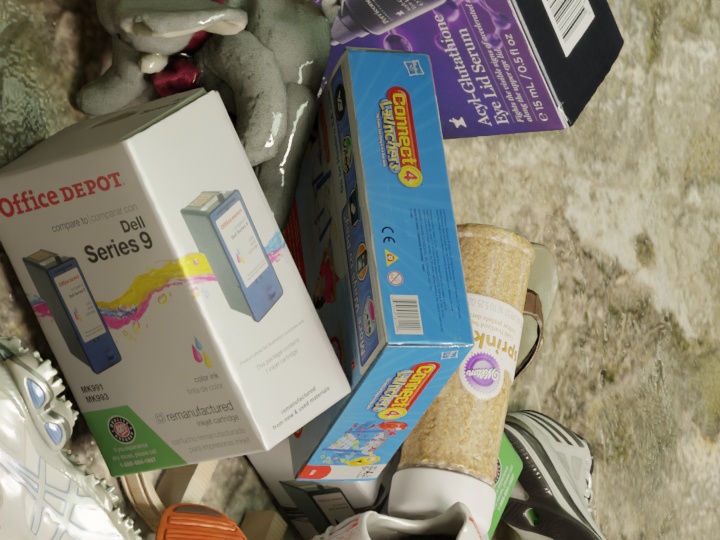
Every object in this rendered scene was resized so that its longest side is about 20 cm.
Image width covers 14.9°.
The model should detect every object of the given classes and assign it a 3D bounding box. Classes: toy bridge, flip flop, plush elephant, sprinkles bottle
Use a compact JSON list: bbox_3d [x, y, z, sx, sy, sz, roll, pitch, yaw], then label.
[{"bbox_3d":[-0.111,0.135,1.727,0.200,0.027,0.067,52,48,-38],"label":"toy bridge"},{"bbox_3d":[0.100,0.051,2.004,0.200,0.057,0.081,-45,122,-46],"label":"flip flop"},{"bbox_3d":[-0.102,-0.134,1.675,0.165,0.154,0.200,-107,-145,-65],"label":"plush elephant"},{"bbox_3d":[0.067,0.072,1.803,0.068,0.068,0.201,34,59,-48],"label":"sprinkles bottle"}]

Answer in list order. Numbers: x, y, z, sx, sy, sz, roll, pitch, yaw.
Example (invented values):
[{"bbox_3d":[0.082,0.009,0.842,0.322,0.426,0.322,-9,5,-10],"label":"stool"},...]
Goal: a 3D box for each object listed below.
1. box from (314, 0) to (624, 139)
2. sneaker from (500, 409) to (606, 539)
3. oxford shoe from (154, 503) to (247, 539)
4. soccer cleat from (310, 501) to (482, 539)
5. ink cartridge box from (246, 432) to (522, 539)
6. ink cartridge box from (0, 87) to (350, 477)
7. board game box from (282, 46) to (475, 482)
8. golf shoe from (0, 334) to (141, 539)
[{"bbox_3d":[0.050,-0.173,1.833,0.104,0.200,0.148,-55,129,-41],"label":"box"},{"bbox_3d":[0.163,0.186,2.030,0.201,0.076,0.115,59,33,5],"label":"sneaker"},{"bbox_3d":[-0.096,0.224,1.638,0.071,0.073,0.200,9,40,-18],"label":"oxford shoe"},{"bbox_3d":[-0.018,0.191,1.733,0.085,0.199,0.069,86,-7,-46],"label":"soccer cleat"},{"bbox_3d":[0.014,0.118,1.855,0.200,0.084,0.146,58,44,-33],"label":"ink cartridge box"},{"bbox_3d":[-0.116,0.009,1.602,0.087,0.145,0.200,-33,105,-44],"label":"ink cartridge box"},{"bbox_3d":[0.000,0.000,1.681,0.056,0.196,0.201,1,63,-18],"label":"board game box"},{"bbox_3d":[-0.195,0.135,1.594,0.097,0.078,0.200,-38,122,-20],"label":"golf shoe"}]
